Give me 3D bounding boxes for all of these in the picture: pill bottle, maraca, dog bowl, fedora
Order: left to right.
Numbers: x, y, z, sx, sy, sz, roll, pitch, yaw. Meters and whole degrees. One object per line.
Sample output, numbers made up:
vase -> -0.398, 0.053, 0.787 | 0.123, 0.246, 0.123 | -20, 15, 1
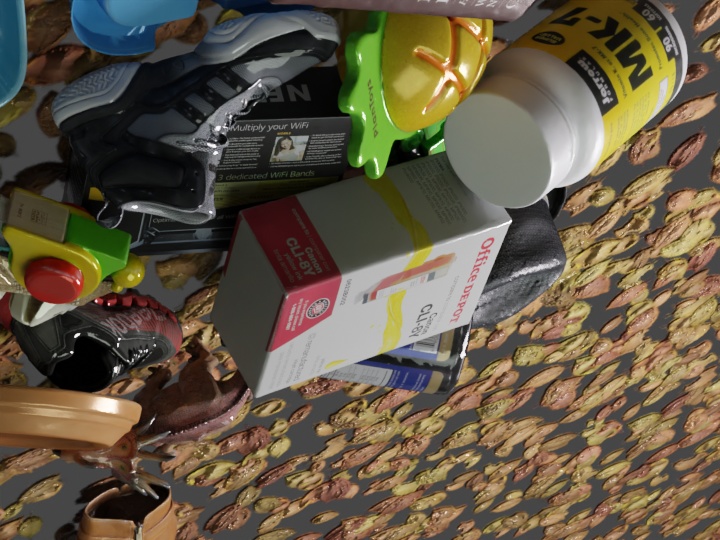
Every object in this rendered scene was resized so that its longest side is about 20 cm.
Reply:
dog bowl -> -0.102, -0.204, 1.224 | 0.200, 0.050, 0.112 | -16, 150, -24
pill bottle -> -0.013, 0.037, 1.583 | 0.199, 0.112, 0.112 | 10, 142, -10
maraca -> 0.030, -0.152, 1.317 | 0.200, 0.107, 0.137 | -58, 145, -43
fedora -> 0.112, -0.008, 1.697 | 0.200, 0.092, 0.201 | -22, 152, -12
pill bottle -> 0.156, -0.133, 1.433 | 0.200, 0.114, 0.114 | -40, 165, -42

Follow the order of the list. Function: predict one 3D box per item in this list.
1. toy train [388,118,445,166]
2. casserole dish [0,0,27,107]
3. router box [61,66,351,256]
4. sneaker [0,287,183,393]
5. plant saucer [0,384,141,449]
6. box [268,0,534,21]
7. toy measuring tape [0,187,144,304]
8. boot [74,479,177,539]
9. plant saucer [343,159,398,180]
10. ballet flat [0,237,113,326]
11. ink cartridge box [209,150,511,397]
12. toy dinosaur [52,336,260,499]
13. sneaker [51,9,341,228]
toy train -> 0.051, -0.092, 1.490 | 0.056, 0.042, 0.200 | -37, 150, -13
casserole dish -> -0.271, -0.156, 1.165 | 0.121, 0.039, 0.200 | -18, 150, -18
router box -> -0.112, -0.078, 1.385 | 0.199, 0.052, 0.157 | -3, 145, -19
sneaker -> -0.208, 0.061, 1.521 | 0.071, 0.098, 0.200 | -41, 151, 19
plant saucer -> -0.277, 0.119, 1.508 | 0.200, 0.038, 0.200 | 3, 171, 0
box -> 0.029, -0.265, 1.116 | 0.200, 0.164, 0.166 | -3, 143, -39
toy measuring tape -> -0.249, -0.024, 1.327 | 0.200, 0.074, 0.074 | 20, 132, -19
boot -> -0.273, 0.281, 1.862 | 0.200, 0.074, 0.155 | -29, 156, -26
plant saucer -> -0.012, -0.085, 1.523 | 0.200, 0.035, 0.200 | -21, 151, -12
ballet flat -> -0.263, 0.006, 1.404 | 0.200, 0.070, 0.065 | 12, 103, -41
ink cartridge box -> 0.000, 0.000, 1.434 | 0.200, 0.084, 0.145 | -18, 151, -25
toy dinosaur -> -0.153, 0.126, 1.623 | 0.200, 0.086, 0.136 | -31, -169, 10
sneaker -> -0.097, -0.095, 1.249 | 0.200, 0.114, 0.075 | -19, 171, 0
